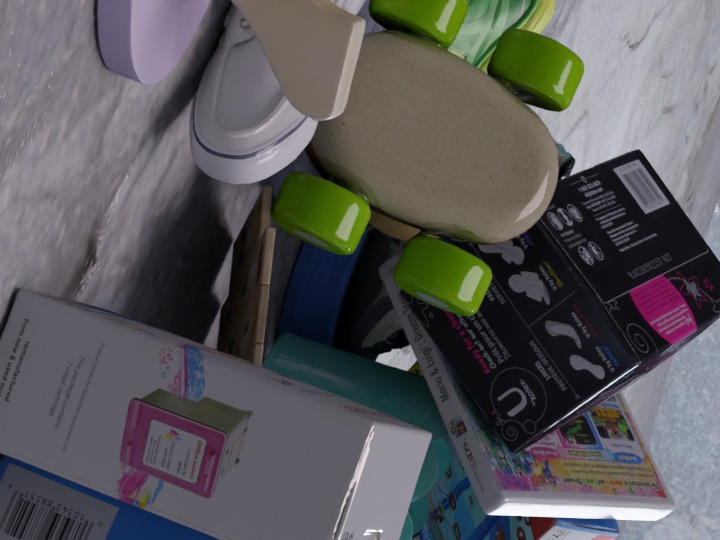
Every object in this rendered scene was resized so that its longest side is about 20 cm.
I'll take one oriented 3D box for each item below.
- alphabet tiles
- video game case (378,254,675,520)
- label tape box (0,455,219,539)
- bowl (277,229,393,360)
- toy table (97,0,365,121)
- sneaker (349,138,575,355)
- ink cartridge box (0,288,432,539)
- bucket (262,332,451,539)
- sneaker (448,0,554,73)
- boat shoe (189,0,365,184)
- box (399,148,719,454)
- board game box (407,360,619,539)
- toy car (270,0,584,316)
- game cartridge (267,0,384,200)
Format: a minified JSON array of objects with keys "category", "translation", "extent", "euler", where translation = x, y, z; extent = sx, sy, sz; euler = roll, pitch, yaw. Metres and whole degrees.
[{"category":"alphabet tiles","translation":[-0.072,0.047,1.457],"extent":[0.200,0.006,0.167],"euler":[128,-31,-73]},{"category":"video game case","translation":[0.111,0.079,1.642],"extent":[0.024,0.182,0.200],"euler":[-38,153,30]},{"category":"label tape box","translation":[-0.115,0.168,1.363],"extent":[0.200,0.144,0.063],"euler":[60,52,-72]},{"category":"bowl","translation":[0.000,0.000,1.778],"extent":[0.201,0.039,0.201],"euler":[21,90,-76]},{"category":"toy table","translation":[-0.042,-0.175,1.219],"extent":[0.184,0.117,0.201],"euler":[-47,153,-57]},{"category":"sneaker","translation":[0.055,-0.028,1.719],"extent":[0.200,0.086,0.078],"euler":[-48,165,10]},{"category":"ink cartridge box","translation":[-0.077,0.085,1.277],"extent":[0.145,0.199,0.085],"euler":[22,89,-76]},{"category":"bucket","translation":[-0.022,0.147,1.650],"extent":[0.207,0.134,0.208],"euler":[22,90,-85]},{"category":"sneaker","translation":[0.047,-0.143,1.707],"extent":[0.200,0.084,0.074],"euler":[-48,-170,-23]},{"category":"boat shoe","translation":[-0.046,-0.136,1.376],"extent":[0.065,0.073,0.200],"euler":[86,18,-49]},{"category":"box","translation":[0.138,0.016,1.608],"extent":[0.115,0.132,0.200],"euler":[-39,171,28]},{"category":"board game box","translation":[0.081,0.147,1.751],"extent":[0.196,0.056,0.200],"euler":[-49,-138,38]},{"category":"toy car","translation":[0.022,-0.072,1.515],"extent":[0.165,0.157,0.200],"euler":[-65,-167,-8]},{"category":"game cartridge","translation":[-0.009,-0.136,1.565],"extent":[0.133,0.040,0.200],"euler":[84,30,-68]}]
